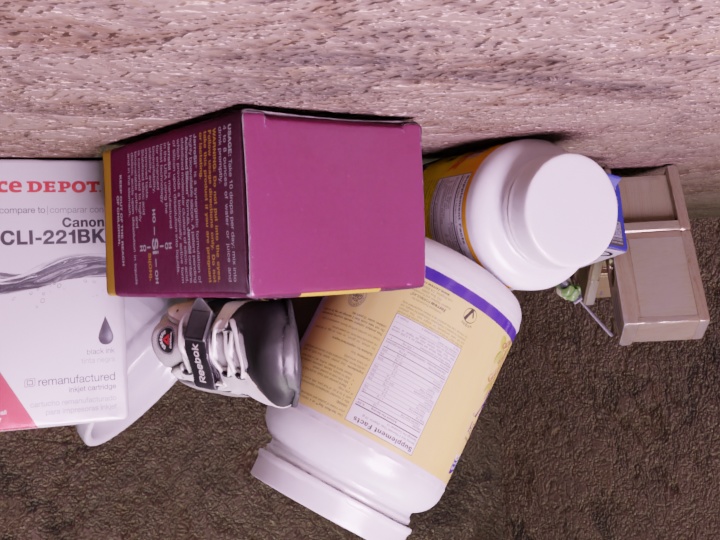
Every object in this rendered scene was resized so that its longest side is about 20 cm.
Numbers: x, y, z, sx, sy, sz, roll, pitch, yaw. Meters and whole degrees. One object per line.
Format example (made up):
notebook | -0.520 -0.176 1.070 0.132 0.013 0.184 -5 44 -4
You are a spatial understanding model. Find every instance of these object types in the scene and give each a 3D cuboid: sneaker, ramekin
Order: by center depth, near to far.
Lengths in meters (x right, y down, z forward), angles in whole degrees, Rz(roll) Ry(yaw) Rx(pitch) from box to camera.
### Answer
sneaker | -0.095 0.054 0.651 0.087 0.075 0.200 -4 -178 -20
ramekin | -0.226 0.063 0.935 0.098 0.201 0.200 42 -172 7

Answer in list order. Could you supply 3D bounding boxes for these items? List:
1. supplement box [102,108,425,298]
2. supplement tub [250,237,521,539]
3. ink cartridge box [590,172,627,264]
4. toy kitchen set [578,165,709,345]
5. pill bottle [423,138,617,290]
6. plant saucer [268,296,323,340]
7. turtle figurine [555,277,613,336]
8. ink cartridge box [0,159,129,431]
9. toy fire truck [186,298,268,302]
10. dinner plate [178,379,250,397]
supplement box | -0.068 -0.036 0.614 0.130 0.105 0.199 -2 180 -36
supplement tub | 0.018 0.086 0.704 0.144 0.202 0.146 26 169 5
ink cartridge box | 0.156 -0.041 0.908 0.135 0.078 0.199 7 163 -37
toy kitchen set | 0.247 0.023 1.001 0.160 0.183 0.201 -3 149 5
pill bottle | 0.106 -0.041 0.737 0.108 0.111 0.199 -2 -179 -23
plant saucer | -0.011 0.008 0.807 0.034 0.204 0.199 3 -176 41
turtle figurine | 0.281 -0.039 1.182 0.144 0.202 0.193 -40 157 25
ink cartridge box | -0.259 0.017 0.736 0.142 0.203 0.084 -2 177 -23
toy fire truck | -0.090 -0.002 0.831 0.139 0.203 0.049 10 149 -28
dinner plate | -0.085 0.095 0.950 0.197 0.025 0.200 -7 -170 1
